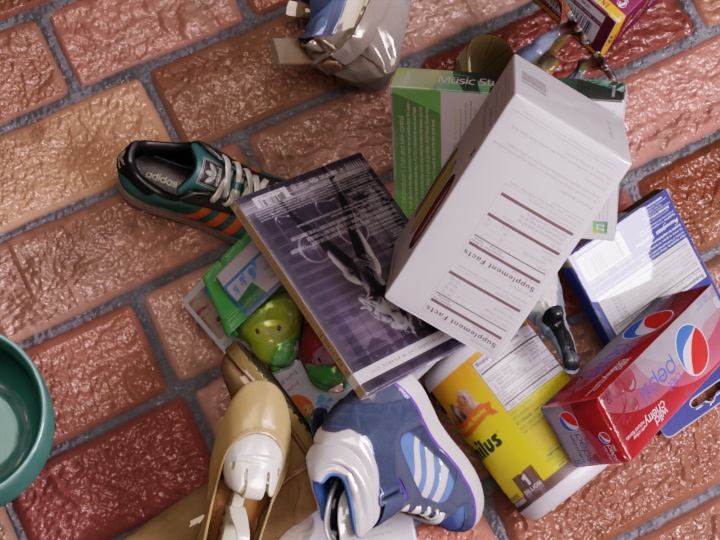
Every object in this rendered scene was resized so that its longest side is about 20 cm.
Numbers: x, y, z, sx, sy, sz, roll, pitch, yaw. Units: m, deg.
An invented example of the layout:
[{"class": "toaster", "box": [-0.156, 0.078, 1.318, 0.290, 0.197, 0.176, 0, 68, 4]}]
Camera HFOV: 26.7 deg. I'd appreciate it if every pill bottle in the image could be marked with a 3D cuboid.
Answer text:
[{"class": "pill bottle", "box": [0.132, 0.114, 1.355, 0.109, 0.109, 0.201, -35, 80, -13]}]

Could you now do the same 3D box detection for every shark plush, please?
[{"class": "shark plush", "box": [0.169, 0.017, 1.346, 0.091, 0.200, 0.083, -39, 122, 0]}]

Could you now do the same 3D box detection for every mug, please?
[{"class": "mug", "box": [-0.355, 0.134, 1.303, 0.183, 0.114, 0.154, -4, 75, -6]}]

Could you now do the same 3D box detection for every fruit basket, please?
[{"class": "fruit basket", "box": [-0.039, 0.042, 1.341, 0.185, 0.094, 0.200, -42, 74, 13]}]

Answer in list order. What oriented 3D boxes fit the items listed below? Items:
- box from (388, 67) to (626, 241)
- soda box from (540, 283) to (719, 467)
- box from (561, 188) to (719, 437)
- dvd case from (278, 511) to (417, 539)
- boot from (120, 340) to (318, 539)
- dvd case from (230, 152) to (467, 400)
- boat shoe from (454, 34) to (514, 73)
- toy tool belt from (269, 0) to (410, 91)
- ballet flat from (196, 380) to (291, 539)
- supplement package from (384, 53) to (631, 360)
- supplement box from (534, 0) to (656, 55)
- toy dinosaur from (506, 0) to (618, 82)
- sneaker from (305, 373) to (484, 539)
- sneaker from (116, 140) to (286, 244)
[{"class": "box", "box": [0.126, -0.100, 1.308, 0.198, 0.145, 0.036, 5, 38, 9]}, {"class": "soda box", "box": [0.245, 0.090, 1.307, 0.200, 0.070, 0.064, -37, 103, -39]}, {"class": "box", "box": [0.278, 0.041, 1.408, 0.121, 0.032, 0.201, -32, 99, -13]}, {"class": "dvd case", "box": [-0.024, 0.227, 1.356, 0.141, 0.018, 0.202, -11, 76, -9]}, {"class": "boot", "box": [-0.128, 0.186, 1.297, 0.199, 0.066, 0.176, -37, 98, -2]}, {"class": "dvd case", "box": [0.000, 0.000, 1.287, 0.148, 0.016, 0.201, -23, 71, -39]}, {"class": "boat shoe", "box": [0.115, -0.121, 1.454, 0.072, 0.063, 0.203, 0, 80, -18]}, {"class": "toy tool belt", "box": [-0.014, -0.275, 1.447, 0.122, 0.125, 0.202, 13, 73, -10]}, {"class": "ballet flat", "box": [-0.094, 0.192, 1.243, 0.068, 0.063, 0.202, 10, 102, -20]}, {"class": "supplement package", "box": [0.117, -0.051, 1.225, 0.109, 0.114, 0.201, 29, 113, -7]}, {"class": "supplement box", "box": [0.269, -0.326, 1.504, 0.110, 0.086, 0.200, 43, 75, 8]}, {"class": "toy dinosaur", "box": [0.149, -0.148, 1.410, 0.181, 0.200, 0.105, -35, 109, 14]}, {"class": "sneaker", "box": [0.020, 0.192, 1.285, 0.080, 0.201, 0.147, 7, 46, 41]}, {"class": "sneaker", "box": [-0.130, -0.073, 1.398, 0.198, 0.080, 0.072, 12, 73, -2]}]
